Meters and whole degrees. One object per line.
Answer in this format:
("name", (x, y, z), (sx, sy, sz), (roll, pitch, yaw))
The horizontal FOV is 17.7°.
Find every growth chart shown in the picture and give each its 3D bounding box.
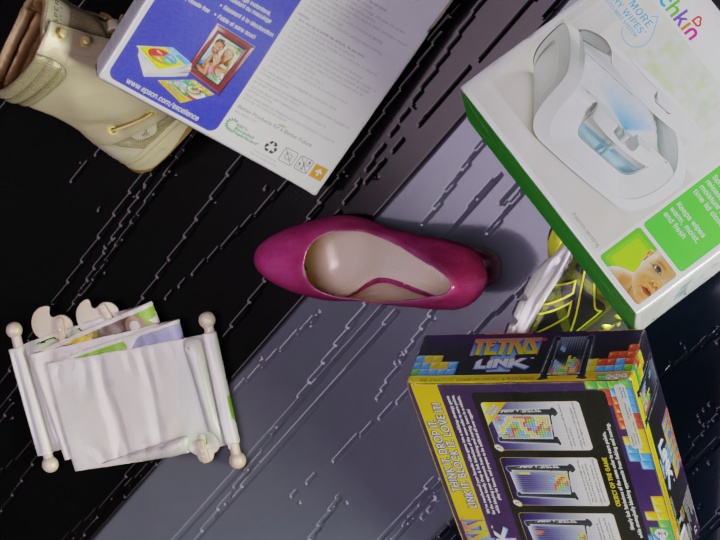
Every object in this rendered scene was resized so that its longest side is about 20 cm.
("growth chart", (-0.191, 0.093, 1.844), (0.199, 0.018, 0.145), (-6, 94, 23))

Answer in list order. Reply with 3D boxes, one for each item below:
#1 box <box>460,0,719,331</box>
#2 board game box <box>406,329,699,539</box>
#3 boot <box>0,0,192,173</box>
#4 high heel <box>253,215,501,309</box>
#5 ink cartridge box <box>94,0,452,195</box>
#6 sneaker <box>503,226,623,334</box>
("box", (0.198, -0.090, 1.587), (0.176, 0.097, 0.200), (-36, 79, -1))
("board game box", (0.140, 0.133, 1.639), (0.165, 0.057, 0.200), (-1, 130, 23))
("boot", (-0.169, -0.177, 1.729), (0.200, 0.155, 0.073), (-45, 38, 24))
("high heel", (0.000, 0.000, 1.711), (0.199, 0.096, 0.068), (9, 100, 21))
("ink cartridge box", (-0.060, -0.182, 1.687), (0.197, 0.047, 0.200), (28, 107, -22))
("sneaker", (0.163, 0.023, 1.658), (0.084, 0.074, 0.201), (24, 105, 18))
